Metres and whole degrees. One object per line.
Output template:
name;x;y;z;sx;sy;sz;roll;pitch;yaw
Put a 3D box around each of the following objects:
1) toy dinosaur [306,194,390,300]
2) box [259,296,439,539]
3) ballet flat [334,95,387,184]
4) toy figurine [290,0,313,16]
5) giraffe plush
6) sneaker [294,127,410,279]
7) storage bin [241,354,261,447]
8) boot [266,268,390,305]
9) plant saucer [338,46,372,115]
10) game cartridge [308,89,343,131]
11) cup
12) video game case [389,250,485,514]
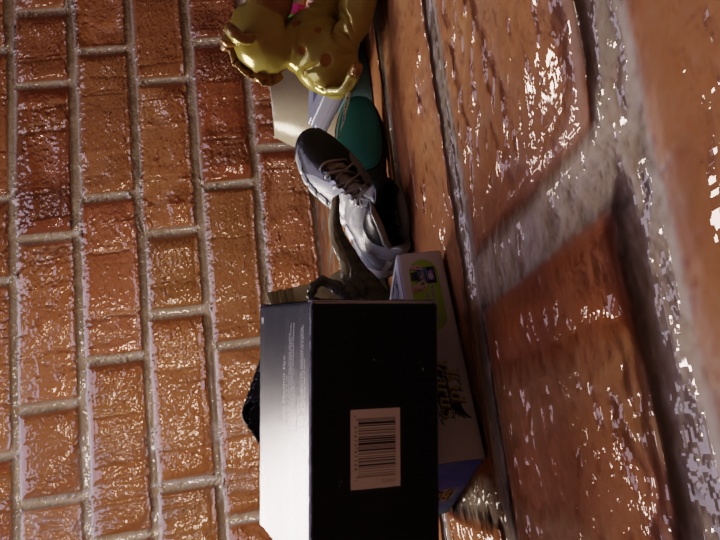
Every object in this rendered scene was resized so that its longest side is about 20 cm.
toy dinosaur;-0.012;0.025;0.790;0.202;0.087;0.047;59;175;-17
box;-0.017;0.126;0.583;0.182;0.102;0.206;172;99;-70
ballet flat;0.004;-0.115;0.900;0.068;0.066;0.205;66;-163;-81
toy figurine;-0.099;-0.523;1.412;0.200;0.147;0.189;40;-127;-63
giraffe plush;-0.077;-0.271;0.826;0.173;0.158;0.205;131;152;-68
sneaker;0.001;-0.096;0.797;0.202;0.074;0.116;56;158;7
storage bin;-0.025;0.172;0.778;0.094;0.133;0.202;-79;-34;-58
boot;-0.022;0.101;0.851;0.073;0.152;0.205;148;105;-79
plant saucer;-0.009;-0.227;1.062;0.200;0.035;0.205;174;90;-85
game cartridge;-0.039;-0.313;1.015;0.134;0.040;0.204;121;153;-54
cup;-0.098;-0.311;1.346;0.200;0.139;0.206;174;90;-85
video game case;0.059;0.113;0.657;0.201;0.044;0.185;94;169;-61
